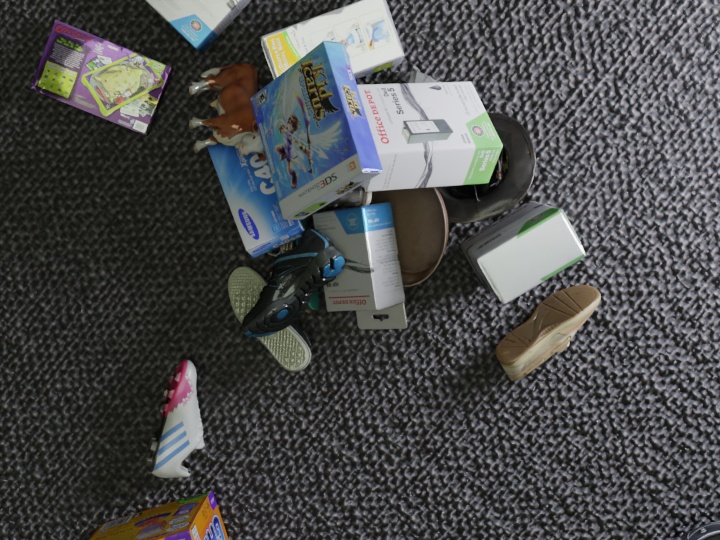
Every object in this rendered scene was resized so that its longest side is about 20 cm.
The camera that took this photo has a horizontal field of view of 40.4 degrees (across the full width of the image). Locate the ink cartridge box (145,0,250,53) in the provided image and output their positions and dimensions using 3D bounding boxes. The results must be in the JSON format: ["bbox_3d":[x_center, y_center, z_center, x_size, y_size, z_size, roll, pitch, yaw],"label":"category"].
[{"bbox_3d":[-0.228,-0.457,1.542,0.116,0.067,0.200,44,94,-3],"label":"ink cartridge box"}]

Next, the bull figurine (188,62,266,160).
[{"bbox_3d":[-0.203,-0.243,1.525,0.121,0.065,0.200,-7,55,1],"label":"bull figurine"}]

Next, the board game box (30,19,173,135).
[{"bbox_3d":[-0.416,-0.309,1.575,0.200,0.032,0.120,22,98,-2],"label":"board game box"}]

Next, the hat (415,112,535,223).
[{"bbox_3d":[0.184,-0.153,1.551,0.200,0.081,0.201,-5,73,18],"label":"hat"}]

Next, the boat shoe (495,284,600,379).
[{"bbox_3d":[0.308,0.099,1.590,0.200,0.071,0.065,-35,128,-5],"label":"boat shoe"}]

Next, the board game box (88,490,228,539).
[{"bbox_3d":[-0.314,0.498,1.550,0.200,0.200,0.200,-17,93,2],"label":"board game box"}]

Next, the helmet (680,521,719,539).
[{"bbox_3d":[0.595,0.492,1.552,0.200,0.191,0.200,-11,108,-35],"label":"helmet"}]

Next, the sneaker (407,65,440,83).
[{"bbox_3d":[0.049,-0.238,1.564,0.082,0.075,0.200,43,83,6],"label":"sneaker"}]

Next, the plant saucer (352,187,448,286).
[{"bbox_3d":[0.068,-0.075,1.537,0.034,0.200,0.201,-12,96,-43],"label":"plant saucer"}]

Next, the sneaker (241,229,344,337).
[{"bbox_3d":[-0.114,0.023,1.521,0.200,0.073,0.082,-43,63,8],"label":"sneaker"}]

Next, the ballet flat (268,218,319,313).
[{"bbox_3d":[-0.116,-0.026,1.584,0.075,0.068,0.200,-9,89,23],"label":"ballet flat"}]

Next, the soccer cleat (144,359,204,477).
[{"bbox_3d":[-0.289,0.246,1.605,0.086,0.070,0.200,16,97,-17],"label":"soccer cleat"}]

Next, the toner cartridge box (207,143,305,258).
[{"bbox_3d":[-0.165,-0.130,1.544,0.095,0.043,0.200,-24,71,3],"label":"toner cartridge box"}]

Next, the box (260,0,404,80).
[{"bbox_3d":[-0.043,-0.344,1.527,0.200,0.112,0.102,-19,96,2],"label":"box"}]

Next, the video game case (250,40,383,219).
[{"bbox_3d":[-0.068,-0.198,1.405,0.181,0.045,0.200,-26,76,42],"label":"video game case"}]

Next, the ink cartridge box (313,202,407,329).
[{"bbox_3d":[0.000,0.000,1.541,0.116,0.067,0.200,-5,96,45],"label":"ink cartridge box"}]

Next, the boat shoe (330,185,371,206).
[{"bbox_3d":[-0.051,-0.139,1.501,0.057,0.200,0.067,-3,106,-28],"label":"boat shoe"}]

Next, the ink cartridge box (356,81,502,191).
[{"bbox_3d":[0.087,-0.200,1.448,0.200,0.084,0.146,-5,53,-19],"label":"ink cartridge box"}]

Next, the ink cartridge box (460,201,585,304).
[{"bbox_3d":[0.245,-0.033,1.509,0.146,0.200,0.084,-31,97,3],"label":"ink cartridge box"}]

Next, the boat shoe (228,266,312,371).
[{"bbox_3d":[-0.146,0.080,1.589,0.075,0.062,0.200,-40,78,8],"label":"boat shoe"}]
